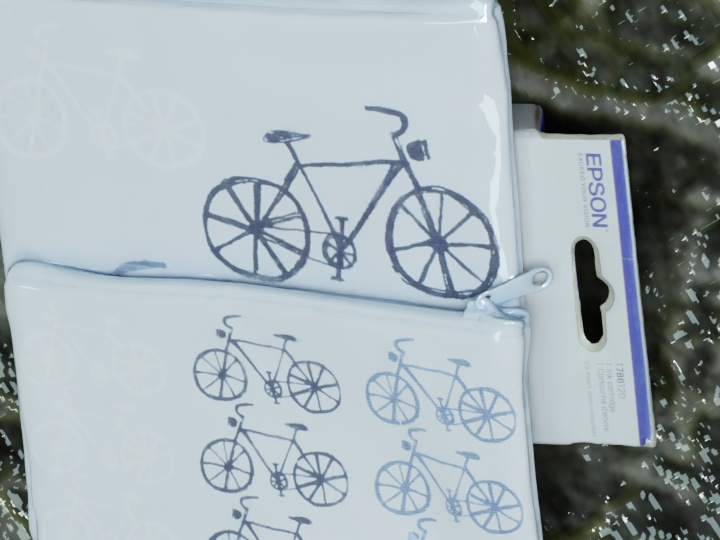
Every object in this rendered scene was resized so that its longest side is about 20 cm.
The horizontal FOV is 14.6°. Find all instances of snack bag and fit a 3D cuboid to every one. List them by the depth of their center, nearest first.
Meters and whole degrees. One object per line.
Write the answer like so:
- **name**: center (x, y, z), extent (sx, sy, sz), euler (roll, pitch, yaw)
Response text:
- **snack bag**: center (-0.032, 0.007, 0.852), extent (0.188, 0.021, 0.201), euler (6, 111, 26)

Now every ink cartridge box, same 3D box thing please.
- **ink cartridge box**: center (0.000, 0.000, 0.868), extent (0.199, 0.039, 0.100), euler (3, 109, 27)
